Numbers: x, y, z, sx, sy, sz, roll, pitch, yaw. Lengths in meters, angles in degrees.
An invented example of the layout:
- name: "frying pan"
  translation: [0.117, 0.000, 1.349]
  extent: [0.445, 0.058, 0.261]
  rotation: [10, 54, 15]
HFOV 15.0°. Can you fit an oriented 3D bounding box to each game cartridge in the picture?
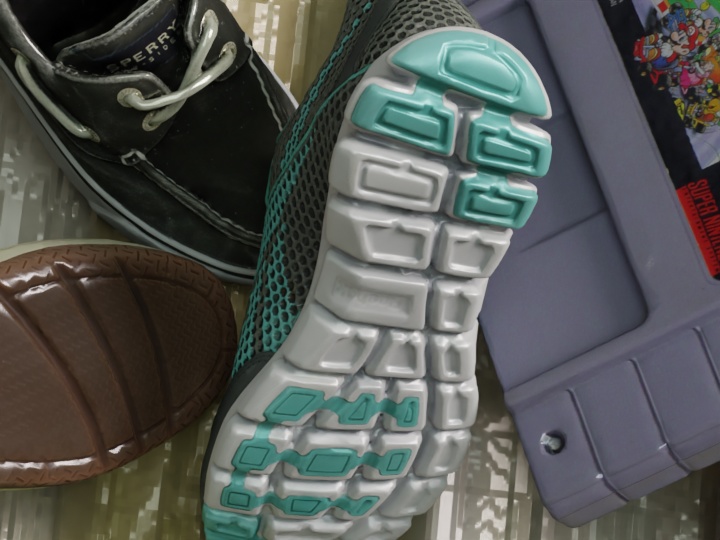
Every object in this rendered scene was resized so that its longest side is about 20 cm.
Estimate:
- name: "game cartridge"
  translation: [0.084, -0.037, 0.827]
  extent: [0.129, 0.038, 0.201]
  rotation: [-29, 58, 17]

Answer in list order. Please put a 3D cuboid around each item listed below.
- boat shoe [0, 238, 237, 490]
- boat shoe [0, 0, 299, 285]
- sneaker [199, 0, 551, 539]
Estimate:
- name: "boat shoe"
  translation: [-0.135, 0.032, 0.815]
  extent: [0.202, 0.075, 0.075]
  rotation: [-13, 104, -35]
- name: "boat shoe"
  translation: [-0.074, -0.066, 0.822]
  extent: [0.200, 0.064, 0.071]
  rotation: [45, 78, -22]
- name: "sneaker"
  translation: [0.000, 0.000, 0.818]
  extent: [0.077, 0.091, 0.200]
  rotation: [12, 121, -20]
